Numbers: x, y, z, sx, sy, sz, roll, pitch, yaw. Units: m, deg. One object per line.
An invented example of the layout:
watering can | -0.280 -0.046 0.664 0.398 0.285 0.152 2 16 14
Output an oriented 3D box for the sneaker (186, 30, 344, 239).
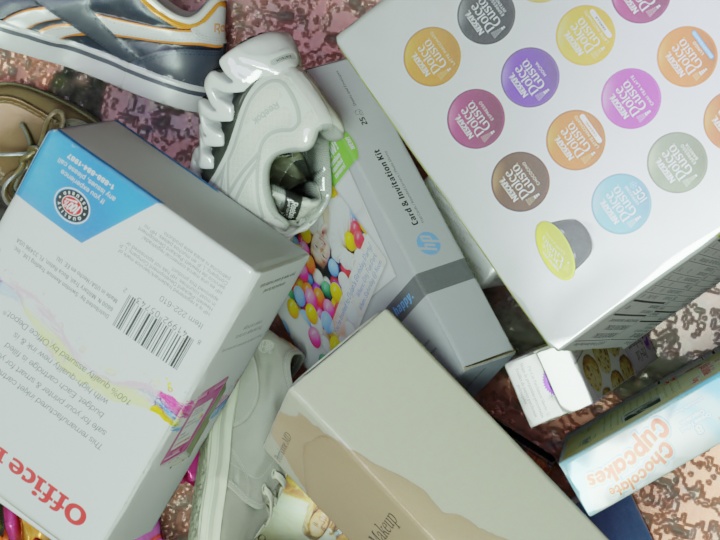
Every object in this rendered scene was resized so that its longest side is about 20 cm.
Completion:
sneaker | -0.061 -0.040 1.496 0.081 0.075 0.200 45 141 24

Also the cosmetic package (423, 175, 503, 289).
cosmetic package | 0.116 -0.085 1.535 0.074 0.102 0.200 40 98 8

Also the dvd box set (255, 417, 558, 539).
dvd box set | 0.007 0.161 1.604 0.146 0.029 0.200 33 98 7

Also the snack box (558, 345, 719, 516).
snack box | 0.172 0.086 1.480 0.116 0.200 0.037 -31 88 6

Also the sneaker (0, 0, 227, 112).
sneaker | -0.176 -0.163 1.595 0.200 0.078 0.080 18 101 -2

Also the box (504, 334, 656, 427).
box | 0.128 0.052 1.489 0.039 0.200 0.042 -22 88 17

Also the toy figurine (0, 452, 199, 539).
toy figurine | -0.182 0.138 1.585 0.184 0.150 0.201 -6 83 1

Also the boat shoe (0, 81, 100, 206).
boat shoe | -0.166 -0.045 1.606 0.200 0.063 0.073 38 99 6

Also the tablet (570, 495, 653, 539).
tablet | 0.119 0.207 1.514 0.014 0.200 0.130 -27 87 43

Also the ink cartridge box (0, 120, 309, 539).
ink cartridge box | -0.145 0.039 1.459 0.144 0.085 0.200 35 107 13

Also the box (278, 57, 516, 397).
box | 0.000 0.000 1.520 0.041 0.156 0.200 -17 71 -31

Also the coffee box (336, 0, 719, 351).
coffee box | 0.141 -0.091 1.373 0.198 0.200 0.200 -37 80 12

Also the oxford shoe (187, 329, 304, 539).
oxford shoe | -0.066 0.117 1.513 0.058 0.075 0.200 13 58 -8

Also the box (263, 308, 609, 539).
box | 0.046 0.128 1.419 0.078 0.095 0.200 -39 77 -26
